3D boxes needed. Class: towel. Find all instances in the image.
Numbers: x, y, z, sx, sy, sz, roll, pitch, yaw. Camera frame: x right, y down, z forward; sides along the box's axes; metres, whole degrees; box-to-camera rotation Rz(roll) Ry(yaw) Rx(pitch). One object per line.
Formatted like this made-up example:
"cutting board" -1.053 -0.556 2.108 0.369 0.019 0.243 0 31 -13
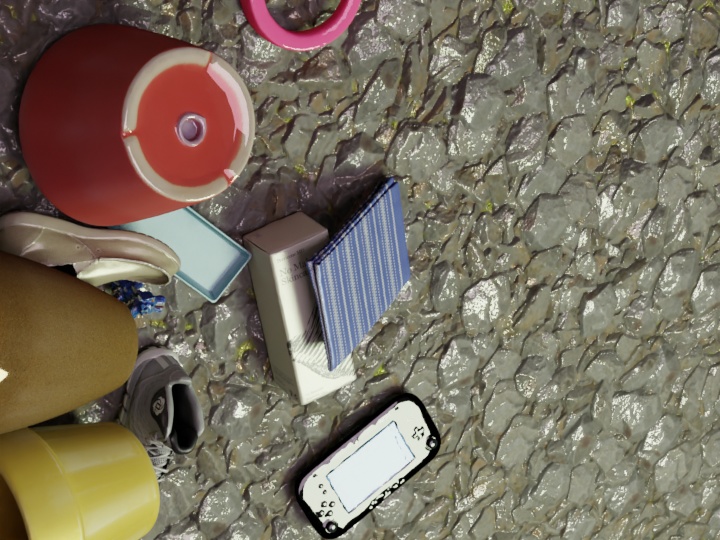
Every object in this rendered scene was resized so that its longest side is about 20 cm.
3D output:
"towel" 0.000 0.000 1.744 0.200 0.024 0.146 -48 138 -46

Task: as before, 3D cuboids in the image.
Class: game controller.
"game controller" 0.009 0.239 1.896 0.199 0.042 0.105 -38 126 -16

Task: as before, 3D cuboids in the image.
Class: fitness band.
"fitness band" -0.061 -0.330 1.605 0.142 0.037 0.202 -15 116 -28

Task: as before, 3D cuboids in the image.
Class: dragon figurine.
"dragon figurine" -0.297 0.074 1.605 0.198 0.059 0.100 -19 119 -27

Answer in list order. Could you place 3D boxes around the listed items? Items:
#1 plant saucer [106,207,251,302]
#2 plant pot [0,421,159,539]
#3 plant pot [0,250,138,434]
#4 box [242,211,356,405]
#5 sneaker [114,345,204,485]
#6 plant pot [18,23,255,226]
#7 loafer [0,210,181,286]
"plant saucer" -0.204 -0.042 1.641 0.070 0.019 0.200 -50 127 1
"plant pot" -0.318 0.243 1.590 0.188 0.200 0.203 -16 119 -44
"plant pot" -0.316 0.071 1.465 0.199 0.186 0.188 5 107 -47
"box" -0.067 0.044 1.741 0.082 0.068 0.202 -25 122 -22
"sneaker" -0.222 0.193 1.671 0.074 0.115 0.202 1 109 -34
"plant pot" -0.203 -0.139 1.473 0.199 0.177 0.203 -4 97 -35
"loafer" -0.278 -0.007 1.565 0.198 0.075 0.069 12 71 -28
